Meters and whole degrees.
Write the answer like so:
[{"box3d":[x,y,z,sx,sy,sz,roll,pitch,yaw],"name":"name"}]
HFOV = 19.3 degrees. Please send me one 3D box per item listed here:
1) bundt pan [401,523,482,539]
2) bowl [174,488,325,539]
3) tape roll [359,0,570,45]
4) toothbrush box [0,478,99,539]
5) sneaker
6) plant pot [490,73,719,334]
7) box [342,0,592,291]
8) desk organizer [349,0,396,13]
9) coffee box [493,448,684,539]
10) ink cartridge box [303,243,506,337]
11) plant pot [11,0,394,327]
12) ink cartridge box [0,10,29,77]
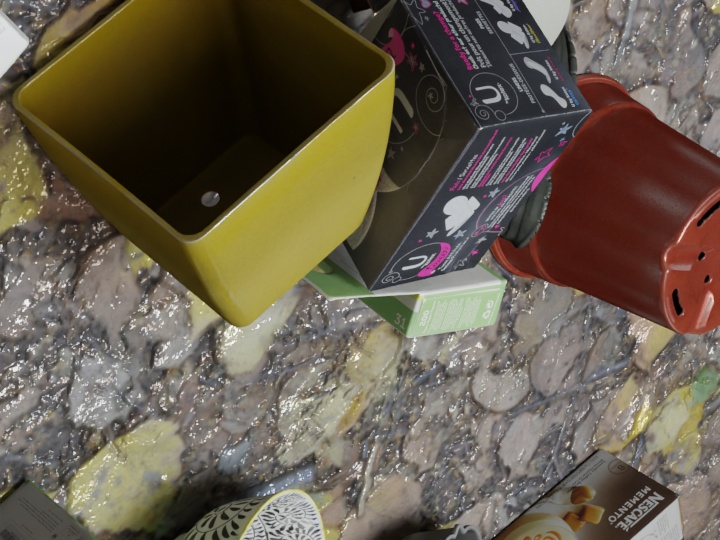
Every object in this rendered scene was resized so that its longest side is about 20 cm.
[{"box3d":[0.064,0.336,1.976,0.202,0.075,0.204,-1,90,-67],"name":"bundt pan"},{"box3d":[-0.114,0.272,1.770,0.200,0.094,0.202,10,90,-66],"name":"bowl"},{"box3d":[0.074,-0.178,1.682,0.202,0.037,0.203,-29,158,-12],"name":"tape roll"},{"box3d":[-0.215,0.281,1.655,0.086,0.145,0.201,-42,138,-18],"name":"toothbrush box"},{"box3d":[0.130,-0.125,1.810,0.090,0.076,0.202,15,82,-6],"name":"sneaker"},{"box3d":[0.248,-0.048,1.885,0.200,0.195,0.202,-24,128,-34],"name":"plant pot"},{"box3d":[0.057,-0.101,1.594,0.114,0.133,0.200,-12,151,-37],"name":"box"},{"box3d":[0.072,-0.276,1.656,0.199,0.077,0.072,-29,99,-10],"name":"desk organizer"},{"box3d":[0.217,0.284,2.118,0.200,0.114,0.080,-36,134,-24],"name":"coffee box"},{"box3d":[0.000,0.000,1.700,0.199,0.145,0.048,-7,123,-43],"name":"ink cartridge box"},{"box3d":[-0.099,-0.080,1.530,0.200,0.200,0.177,-42,149,-19],"name":"plant pot"},{"box3d":[-0.313,-0.187,1.271,0.084,0.144,0.200,-50,139,-7],"name":"ink cartridge box"}]
